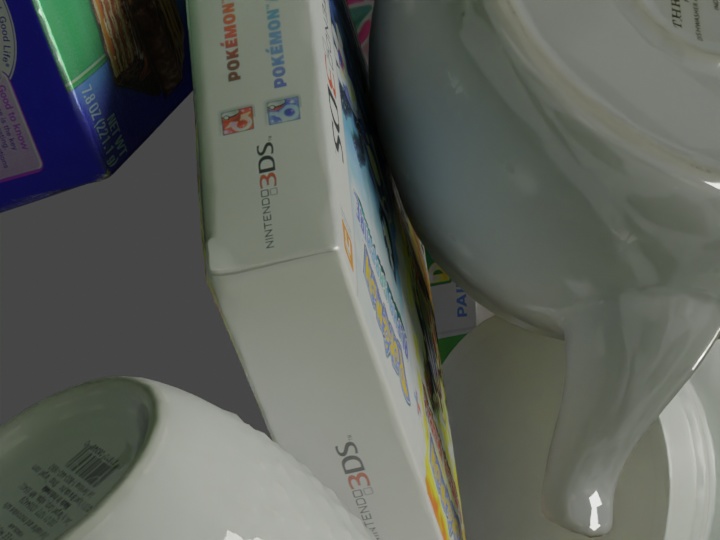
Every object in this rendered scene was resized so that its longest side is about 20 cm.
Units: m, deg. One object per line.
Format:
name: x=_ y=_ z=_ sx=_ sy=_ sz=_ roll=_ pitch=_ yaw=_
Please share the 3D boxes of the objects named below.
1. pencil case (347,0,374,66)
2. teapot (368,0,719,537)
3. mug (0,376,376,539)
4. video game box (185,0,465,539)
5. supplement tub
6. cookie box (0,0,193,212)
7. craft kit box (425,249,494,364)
pencil case: x=-0.019 y=-0.135 z=1.113 sx=0.087 sy=0.087 sz=0.201 roll=23 pitch=47 yaw=-62
teapot: x=0.079 y=-0.051 z=0.988 sx=0.197 sy=0.146 sz=0.200 roll=44 pitch=48 yaw=9
mug: x=-0.056 y=0.116 z=0.883 sx=0.176 sy=0.147 sz=0.200 roll=57 pitch=-2 yaw=-26
video game box: x=-0.011 y=-0.006 z=0.952 sx=0.201 sy=0.046 sz=0.183 roll=70 pitch=12 yaw=-48
supplement tub: x=0.131 y=0.074 z=1.105 sx=0.199 sy=0.145 sz=0.146 roll=1 pitch=75 yaw=-45
cookie box: x=-0.107 y=-0.132 z=0.969 sx=0.172 sy=0.075 sz=0.200 roll=69 pitch=23 yaw=-17
craft kit box: x=0.083 y=-0.007 z=1.218 sx=0.197 sy=0.048 sz=0.202 roll=1 pitch=85 yaw=-52
